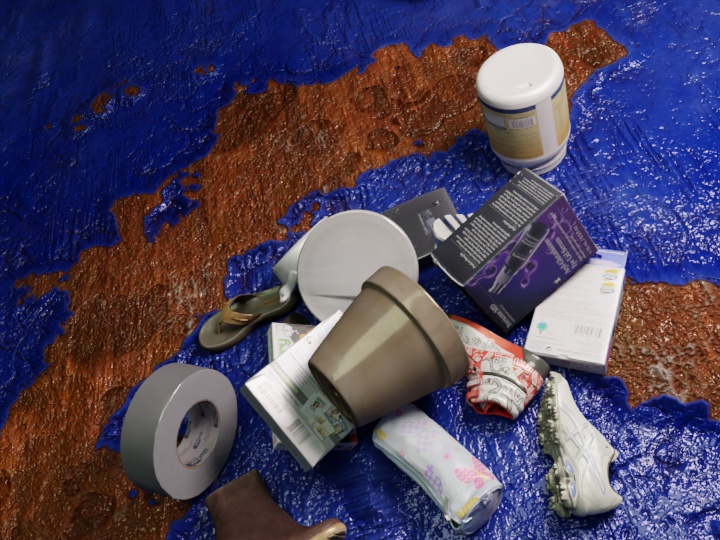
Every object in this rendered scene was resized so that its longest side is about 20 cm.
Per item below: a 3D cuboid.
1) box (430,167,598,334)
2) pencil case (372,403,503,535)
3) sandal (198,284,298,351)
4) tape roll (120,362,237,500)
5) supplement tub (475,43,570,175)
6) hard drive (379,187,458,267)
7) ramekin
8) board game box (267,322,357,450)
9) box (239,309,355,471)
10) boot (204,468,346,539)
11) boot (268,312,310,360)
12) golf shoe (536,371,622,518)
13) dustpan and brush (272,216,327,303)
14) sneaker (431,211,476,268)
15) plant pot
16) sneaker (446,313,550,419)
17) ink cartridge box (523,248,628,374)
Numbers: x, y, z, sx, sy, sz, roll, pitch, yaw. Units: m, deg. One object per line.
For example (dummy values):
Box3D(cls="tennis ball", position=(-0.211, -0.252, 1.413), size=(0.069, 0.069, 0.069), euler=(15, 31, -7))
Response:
Box3D(cls="box", position=(0.234, -0.028, 1.072), size=(0.200, 0.148, 0.104), euler=(-44, 39, 5))
Box3D(cls="pencil case", position=(0.105, 0.275, 0.987), size=(0.091, 0.083, 0.200), euler=(-33, 49, -21))
Box3D(cls="sandal", position=(-0.209, 0.076, 1.274), size=(0.200, 0.055, 0.082), euler=(-25, 51, 4))
Box3D(cls="tape roll", position=(-0.275, 0.247, 1.088), size=(0.066, 0.200, 0.201), euler=(5, 59, 25))
Box3D(cls="supplement tub", position=(0.287, -0.274, 1.224), size=(0.144, 0.200, 0.145), euler=(-11, 53, 15))
Box3D(cls="hard drive", position=(0.083, -0.058, 1.257), size=(0.200, 0.042, 0.135), euler=(-24, 51, 6))
Box3D(cls="ramekin", position=(0.000, 0.000, 1.167), size=(0.202, 0.094, 0.203), euler=(1, 96, 8))
Box3D(cls="board game box", position=(-0.078, 0.181, 1.106), size=(0.126, 0.035, 0.200), euler=(5, 56, -21))
Box3D(cls="box", position=(-0.056, 0.175, 1.061), size=(0.200, 0.041, 0.156), euler=(-38, 84, -31))
Box3D(cls="boot", position=(-0.132, 0.362, 1.029), size=(0.200, 0.072, 0.167), euler=(-30, 53, 5))
Box3D(cls="boot", position=(-0.111, 0.175, 1.173), size=(0.075, 0.074, 0.200), euler=(-37, 49, 34))
Box3D(cls="golf shoe", position=(0.298, 0.235, 0.960), size=(0.097, 0.078, 0.200), euler=(1, 58, -1))
Box3D(cls="dustpan and brush", position=(-0.115, -0.004, 1.234), size=(0.140, 0.057, 0.200), euler=(-44, 4, 30))
Box3D(cls="sneaker", position=(0.198, -0.041, 1.178), size=(0.199, 0.115, 0.081), euler=(-10, 49, -22))
Box3D(cls="plant pot", position=(0.027, 0.122, 1.001), size=(0.173, 0.200, 0.200), euler=(-37, 51, -17))
Box3D(cls="sneaker", position=(0.172, 0.146, 1.062), size=(0.201, 0.067, 0.108), euler=(25, 69, 33))
Box3D(cls="ink cartridge box", position=(0.334, 0.055, 1.078), size=(0.119, 0.042, 0.200), euler=(8, 63, 28))
